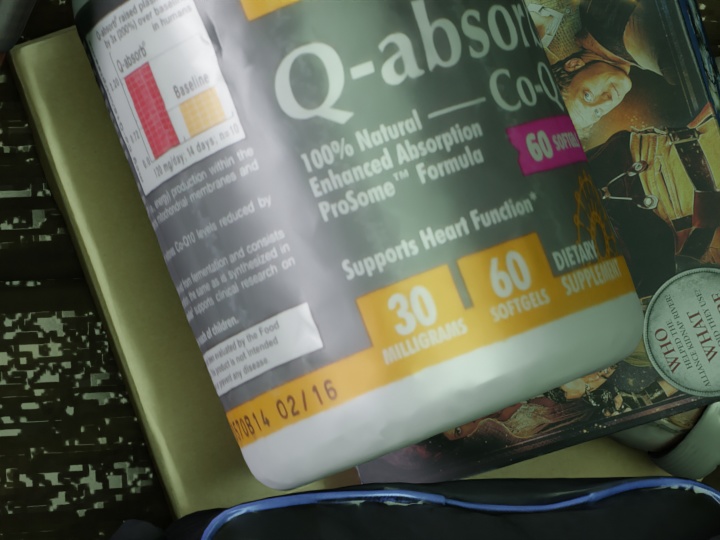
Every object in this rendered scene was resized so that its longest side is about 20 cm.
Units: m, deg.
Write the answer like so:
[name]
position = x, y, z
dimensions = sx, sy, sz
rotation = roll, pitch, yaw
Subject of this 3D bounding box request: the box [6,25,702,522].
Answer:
[box]
position = 0.000, 0.000, 0.864
dimensions = 0.163, 0.021, 0.201
rotation = -20, 89, -14

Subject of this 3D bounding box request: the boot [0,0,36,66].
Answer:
[boot]
position = -0.162, -0.045, 0.795
dimensions = 0.068, 0.188, 0.201
rotation = 19, 110, -37

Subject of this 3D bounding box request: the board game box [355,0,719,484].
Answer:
[board game box]
position = 0.037, -0.046, 0.815
dimensions = 0.135, 0.035, 0.201
rotation = -19, 89, 18

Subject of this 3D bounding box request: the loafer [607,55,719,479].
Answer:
[loafer]
position = 0.120, -0.036, 0.863
dimensions = 0.063, 0.072, 0.201
rotation = 27, 74, -7

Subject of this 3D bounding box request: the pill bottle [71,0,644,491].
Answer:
[pill bottle]
position = -0.010, -0.052, 0.750
dimensions = 0.116, 0.116, 0.201
rotation = -21, 87, -13

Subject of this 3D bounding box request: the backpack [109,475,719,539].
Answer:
[backpack]
position = 0.024, 0.158, 0.769
dimensions = 0.199, 0.154, 0.192
rotation = -1, 78, -11
